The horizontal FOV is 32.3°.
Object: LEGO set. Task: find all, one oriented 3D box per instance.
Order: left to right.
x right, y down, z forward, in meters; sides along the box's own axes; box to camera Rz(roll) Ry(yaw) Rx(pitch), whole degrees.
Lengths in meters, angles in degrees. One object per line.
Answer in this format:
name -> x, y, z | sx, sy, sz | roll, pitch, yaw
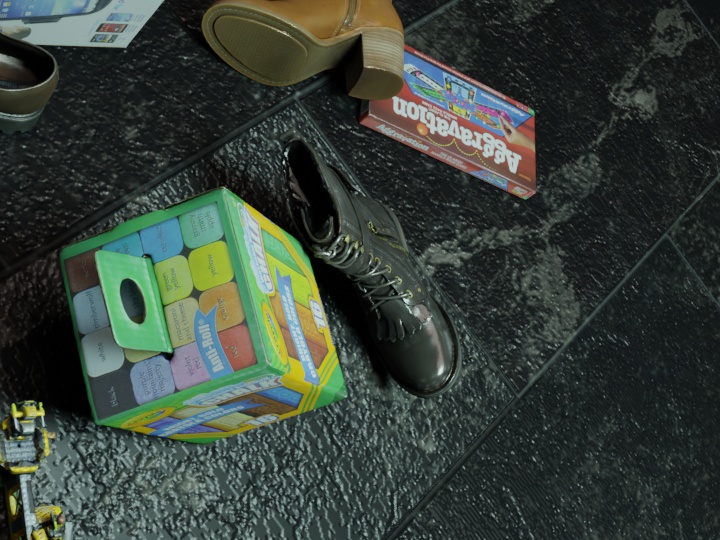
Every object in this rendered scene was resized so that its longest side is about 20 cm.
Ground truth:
LEGO set -> -0.244, 0.140, 0.716 | 0.200, 0.116, 0.154 | 10, 61, -34

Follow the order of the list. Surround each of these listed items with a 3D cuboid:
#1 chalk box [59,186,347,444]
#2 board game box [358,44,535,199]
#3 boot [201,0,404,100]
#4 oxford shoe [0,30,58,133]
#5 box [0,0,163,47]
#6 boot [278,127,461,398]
chalk box -> -0.108, 0.032, 0.814 | 0.200, 0.124, 0.125 | 37, 35, -69
board game box -> 0.088, -0.149, 1.197 | 0.200, 0.019, 0.103 | 21, 56, -28
boot -> -0.053, -0.239, 1.110 | 0.200, 0.074, 0.155 | 15, 51, -31
oxford shoe -> -0.304, -0.152, 0.852 | 0.200, 0.084, 0.073 | 3, 67, -35
box -> -0.221, -0.213, 0.923 | 0.200, 0.119, 0.042 | -4, 70, -39
boot -> 0.000, 0.000, 0.962 | 0.200, 0.069, 0.174 | 65, 12, 21
